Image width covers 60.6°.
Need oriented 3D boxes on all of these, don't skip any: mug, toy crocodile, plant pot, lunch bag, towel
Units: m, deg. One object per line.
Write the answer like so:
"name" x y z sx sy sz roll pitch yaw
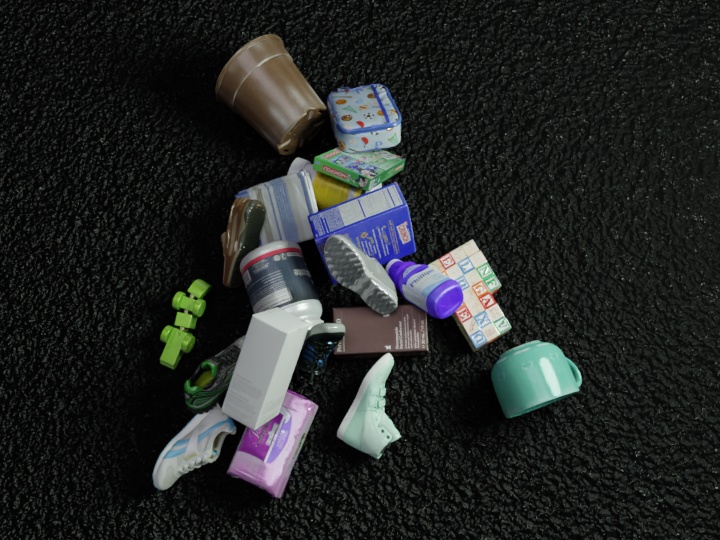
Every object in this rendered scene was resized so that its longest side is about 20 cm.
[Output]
"mug" 0.339 0.209 1.214 0.151 0.184 0.116 -28 69 22
"toy crocodile" -0.382 0.115 1.344 0.066 0.062 0.203 16 81 9
"plant pot" -0.189 -0.386 1.400 0.200 0.200 0.199 -42 83 -7
"lunch bag" 0.011 -0.348 1.384 0.157 0.076 0.202 -11 45 -4
"towel" -0.179 -0.126 1.350 0.197 0.024 0.149 -13 94 27

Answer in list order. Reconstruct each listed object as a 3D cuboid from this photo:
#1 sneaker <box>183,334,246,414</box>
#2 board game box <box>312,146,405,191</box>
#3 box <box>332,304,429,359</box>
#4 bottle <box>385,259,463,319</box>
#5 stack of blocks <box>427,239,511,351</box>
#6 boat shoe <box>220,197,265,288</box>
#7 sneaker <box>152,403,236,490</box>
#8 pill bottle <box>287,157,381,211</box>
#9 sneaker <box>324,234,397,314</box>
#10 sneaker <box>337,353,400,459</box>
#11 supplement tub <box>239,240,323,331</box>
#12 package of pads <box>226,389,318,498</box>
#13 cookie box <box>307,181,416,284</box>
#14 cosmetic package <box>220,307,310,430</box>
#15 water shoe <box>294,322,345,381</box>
"sneaker" -0.281 0.203 1.274 0.077 0.086 0.200 28 54 20
"board game box" 0.002 -0.232 1.338 0.133 0.200 0.030 23 120 17
"box" 0.043 0.128 1.291 0.196 0.075 0.102 -4 74 6
"bottle" 0.123 0.029 1.264 0.083 0.066 0.199 -33 34 -17
"stack of blocks" 0.238 0.053 1.300 0.114 0.059 0.202 -28 74 -3
"boat shoe" -0.267 -0.064 1.357 0.073 0.075 0.203 22 100 27
"sneaker" -0.340 0.370 1.255 0.080 0.077 0.201 37 80 21
"pill bottle" -0.061 -0.180 1.364 0.197 0.111 0.113 20 77 10
"sneaker" 0.000 0.000 1.240 0.074 0.082 0.200 -29 115 26
"sneaker" 0.047 0.276 1.239 0.117 0.074 0.203 28 95 18
"supplement tub" -0.162 0.053 1.294 0.138 0.141 0.203 -21 74 -1
"package of pads" -0.178 0.341 1.250 0.119 0.076 0.203 20 77 10
"cookie box" 0.007 -0.075 1.293 0.197 0.172 0.076 -20 56 -1
"cosmetic package" -0.178 0.183 1.168 0.084 0.107 0.203 22 100 16
"water shoe" -0.080 0.167 1.236 0.070 0.200 0.080 3 64 -25
